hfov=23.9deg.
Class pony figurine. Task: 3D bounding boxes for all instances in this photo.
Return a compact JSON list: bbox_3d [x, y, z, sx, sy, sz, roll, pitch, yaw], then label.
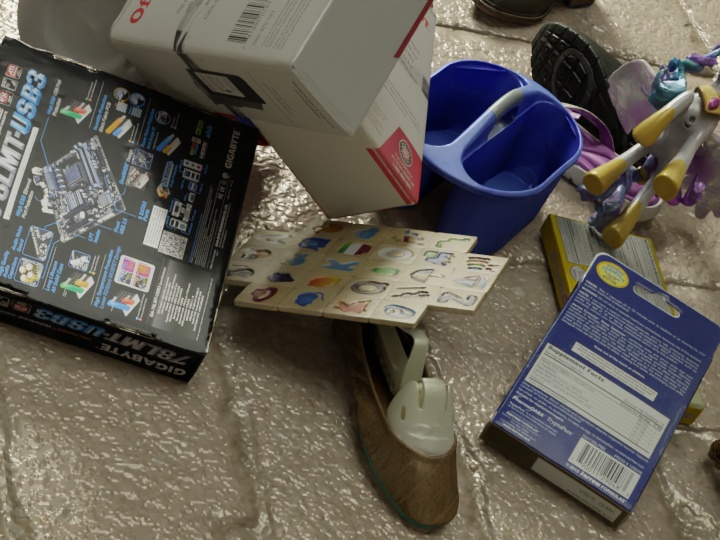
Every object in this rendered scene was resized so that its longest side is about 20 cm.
[{"bbox_3d":[0.269,-0.109,1.445,0.167,0.193,0.200,45,61,4],"label":"pony figurine"}]

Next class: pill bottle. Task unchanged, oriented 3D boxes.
[{"bbox_3d":[-0.186,-0.219,1.358,0.119,0.120,0.200,26,25,-1],"label":"pill bottle"}]

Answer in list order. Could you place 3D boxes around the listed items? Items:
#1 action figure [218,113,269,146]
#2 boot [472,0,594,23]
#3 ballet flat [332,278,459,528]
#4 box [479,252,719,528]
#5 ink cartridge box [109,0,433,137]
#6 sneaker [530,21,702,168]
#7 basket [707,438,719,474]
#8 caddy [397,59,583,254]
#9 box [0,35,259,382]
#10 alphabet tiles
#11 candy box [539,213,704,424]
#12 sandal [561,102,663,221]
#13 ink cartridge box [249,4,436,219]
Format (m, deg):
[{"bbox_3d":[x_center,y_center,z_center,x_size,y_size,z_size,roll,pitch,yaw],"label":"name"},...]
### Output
[{"bbox_3d":[-0.122,-0.134,1.325,0.065,0.100,0.199,20,24,38],"label":"action figure"},{"bbox_3d":[0.192,-0.315,1.732,0.075,0.097,0.199,44,40,21],"label":"boot"},{"bbox_3d":[0.031,0.082,1.190,0.067,0.073,0.201,9,41,-25],"label":"ballet flat"},{"bbox_3d":[0.186,0.085,1.280,0.121,0.032,0.200,33,53,7],"label":"box"},{"bbox_3d":[-0.061,-0.187,1.202,0.199,0.146,0.083,15,-22,43],"label":"ink cartridge box"},{"bbox_3d":[0.242,-0.160,1.617,0.200,0.076,0.091,48,31,15],"label":"sneaker"},{"bbox_3d":[0.387,0.152,1.268,0.199,0.143,0.150,8,42,-24],"label":"basket"},{"bbox_3d":[0.101,-0.105,1.422,0.141,0.105,0.200,37,38,11],"label":"caddy"},{"bbox_3d":[-0.184,-0.045,1.181,0.197,0.050,0.201,18,56,-11],"label":"box"},{"bbox_3d":[0.000,0.000,1.237,0.199,0.006,0.166,7,24,17],"label":"alphabet tiles"},{"bbox_3d":[0.211,0.036,1.392,0.102,0.026,0.201,16,39,-20],"label":"candy box"},{"bbox_3d":[0.196,-0.123,1.549,0.202,0.050,0.082,36,38,11],"label":"sandal"},{"bbox_3d":[-0.010,-0.164,1.316,0.146,0.084,0.201,51,38,-45],"label":"ink cartridge box"}]
